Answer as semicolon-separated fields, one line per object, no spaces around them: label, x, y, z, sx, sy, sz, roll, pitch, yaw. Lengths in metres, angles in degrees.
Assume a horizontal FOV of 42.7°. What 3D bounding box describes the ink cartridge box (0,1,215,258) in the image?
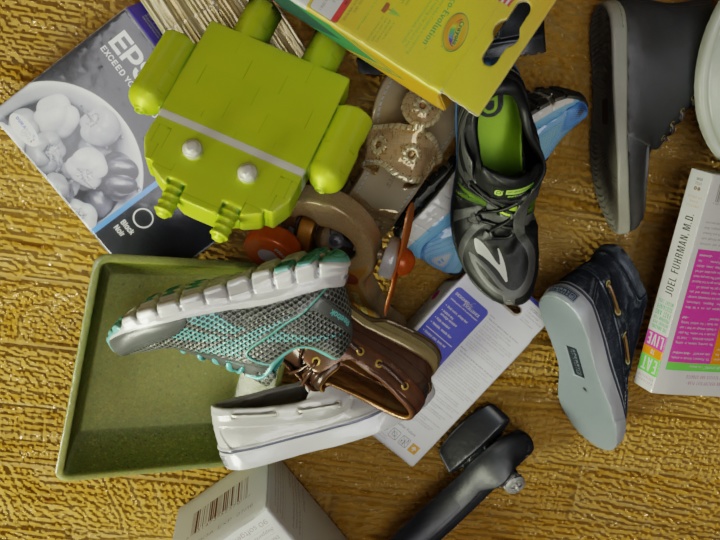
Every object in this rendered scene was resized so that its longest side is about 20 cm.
ink cartridge box;-0.167;-0.114;0.782;0.199;0.043;0.199;-36;106;5

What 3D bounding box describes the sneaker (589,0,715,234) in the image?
sneaker;0.260;-0.132;0.796;0.105;0.075;0.202;-5;106;-4

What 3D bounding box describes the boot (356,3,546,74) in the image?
boot;0.064;-0.268;0.743;0.163;0.066;0.202;-10;108;-4

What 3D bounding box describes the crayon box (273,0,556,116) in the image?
crayon box;0.040;-0.211;0.687;0.199;0.051;0.127;36;91;11

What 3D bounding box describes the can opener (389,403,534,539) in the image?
can opener;0.092;0.225;0.905;0.200;0.079;0.063;-52;143;14

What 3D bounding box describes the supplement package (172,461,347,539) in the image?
supplement package;-0.073;0.294;0.873;0.117;0.117;0.200;-35;107;5

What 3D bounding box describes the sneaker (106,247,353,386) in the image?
sneaker;-0.096;0.049;0.702;0.198;0.078;0.092;-14;99;10

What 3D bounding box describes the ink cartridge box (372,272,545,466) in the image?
ink cartridge box;0.078;0.083;0.866;0.095;0.037;0.200;39;102;-14

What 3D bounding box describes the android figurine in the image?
android figurine;-0.088;-0.115;0.709;0.181;0.041;0.201;25;70;4

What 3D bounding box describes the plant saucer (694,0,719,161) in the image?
plant saucer;0.373;-0.172;0.775;0.199;0.050;0.202;-9;112;-22

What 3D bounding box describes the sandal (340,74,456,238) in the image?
sandal;0.034;-0.084;0.756;0.077;0.070;0.212;16;127;-18

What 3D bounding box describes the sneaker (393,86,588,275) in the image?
sneaker;0.123;-0.076;0.804;0.090;0.078;0.200;41;106;-17

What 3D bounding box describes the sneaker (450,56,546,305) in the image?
sneaker;0.106;-0.062;0.721;0.070;0.083;0.201;-6;112;2

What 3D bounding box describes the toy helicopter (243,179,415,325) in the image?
toy helicopter;0.000;0.000;0.783;0.131;0.079;0.200;1;142;28

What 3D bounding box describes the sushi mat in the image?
sushi mat;-0.101;-0.186;0.762;0.095;0.012;0.201;-37;104;-13

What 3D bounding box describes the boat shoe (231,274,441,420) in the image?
boat shoe;-0.030;0.063;0.759;0.199;0.068;0.072;23;147;-7

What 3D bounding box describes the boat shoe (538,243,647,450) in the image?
boat shoe;0.232;0.075;0.860;0.091;0.071;0.201;-37;127;-23

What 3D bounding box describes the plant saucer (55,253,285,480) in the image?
plant saucer;-0.160;0.077;0.804;0.199;0.048;0.201;3;109;-37

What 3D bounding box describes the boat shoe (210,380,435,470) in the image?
boat shoe;-0.034;0.114;0.815;0.198;0.072;0.066;-16;102;1

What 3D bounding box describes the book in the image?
book;0.331;0.015;0.839;0.133;0.048;0.202;4;106;-28
